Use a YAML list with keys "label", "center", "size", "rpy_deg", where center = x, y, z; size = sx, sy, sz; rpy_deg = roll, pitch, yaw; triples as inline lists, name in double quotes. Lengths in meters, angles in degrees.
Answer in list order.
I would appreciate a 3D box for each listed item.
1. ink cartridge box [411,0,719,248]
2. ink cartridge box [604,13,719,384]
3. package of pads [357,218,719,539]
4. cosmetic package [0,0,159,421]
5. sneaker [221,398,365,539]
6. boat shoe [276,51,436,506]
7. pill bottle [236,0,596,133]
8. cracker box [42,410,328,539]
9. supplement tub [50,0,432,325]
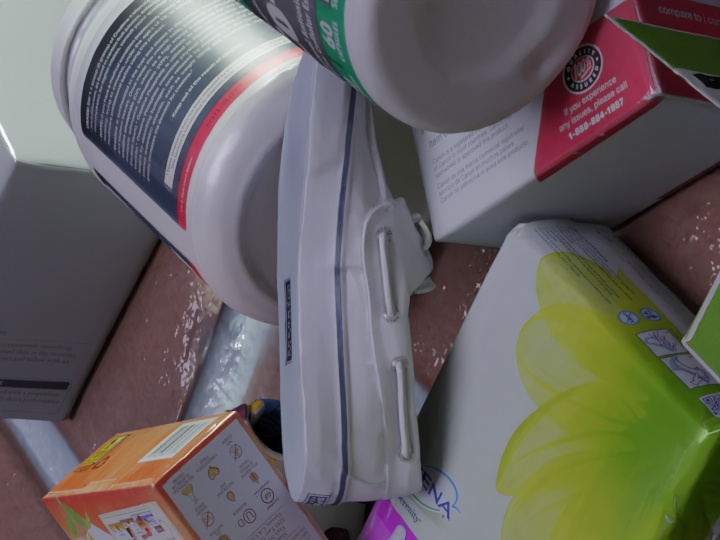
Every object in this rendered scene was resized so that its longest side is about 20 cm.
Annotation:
- label: "ink cartridge box"
  center: [0.085, -0.128, 0.872]
  size: [0.145, 0.083, 0.201]
  rpy_deg: [-34, 60, 47]
- label: "ink cartridge box"
  center: [0.174, -0.001, 0.684]
  size: [0.200, 0.147, 0.076]
  rpy_deg: [50, 125, 45]
- label: "package of pads"
  center: [0.085, 0.097, 0.858]
  size: [0.155, 0.068, 0.201]
  rpy_deg: [50, 125, 42]
- label: "cosmetic package"
  center: [-0.227, -0.048, 1.253]
  size: [0.201, 0.122, 0.200]
  rpy_deg: [-59, 44, 29]
- label: "sneaker"
  center: [-0.065, 0.108, 1.066]
  size: [0.199, 0.075, 0.091]
  rpy_deg: [14, 89, 47]
- label: "boat shoe"
  center: [0.000, 0.000, 0.877]
  size: [0.074, 0.065, 0.201]
  rpy_deg: [-175, 86, -77]
- label: "pill bottle"
  center: [-0.001, -0.143, 0.826]
  size: [0.200, 0.113, 0.114]
  rpy_deg: [41, 118, 49]
- label: "cracker box"
  center: [-0.048, 0.164, 0.937]
  size: [0.201, 0.058, 0.134]
  rpy_deg: [56, 150, -11]
- label: "supplement tub"
  center: [-0.060, -0.073, 1.014]
  size: [0.200, 0.140, 0.141]
  rpy_deg: [41, 118, 47]
